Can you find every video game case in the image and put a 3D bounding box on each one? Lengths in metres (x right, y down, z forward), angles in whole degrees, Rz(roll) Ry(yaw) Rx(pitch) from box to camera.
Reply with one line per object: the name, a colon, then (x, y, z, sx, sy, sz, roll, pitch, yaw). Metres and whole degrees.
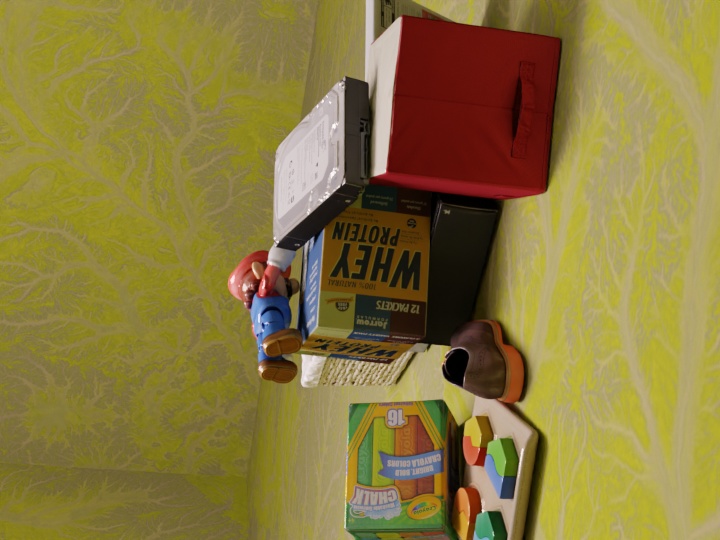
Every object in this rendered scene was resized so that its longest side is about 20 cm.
video game case: (0.083, -0.250, 1.378, 0.023, 0.181, 0.201, -29, 52, 47)

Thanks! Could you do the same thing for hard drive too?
hard drive: (-0.050, -0.123, 1.283, 0.200, 0.038, 0.141, -34, 50, 55)

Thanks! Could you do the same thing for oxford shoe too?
oxford shoe: (0.126, 0.096, 1.238, 0.200, 0.072, 0.072, -137, 52, -77)

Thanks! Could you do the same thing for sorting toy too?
sorting toy: (0.140, 0.239, 1.187, 0.200, 0.036, 0.187, -132, 48, -76)

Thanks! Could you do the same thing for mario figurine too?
mario figurine: (-0.102, 0.047, 1.405, 0.123, 0.106, 0.201, -41, 40, 20)

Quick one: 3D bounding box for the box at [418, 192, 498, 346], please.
box: (0.107, -0.024, 1.391, 0.141, 0.078, 0.201, -96, 15, -60)

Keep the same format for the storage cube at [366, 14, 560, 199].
storage cube: (0.103, -0.175, 1.214, 0.200, 0.178, 0.172, -170, 86, -78)

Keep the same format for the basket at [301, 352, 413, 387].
basket: (-0.004, 0.067, 1.715, 0.200, 0.160, 0.199, 115, 158, -59)

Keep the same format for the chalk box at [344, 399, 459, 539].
chalk box: (0.054, 0.271, 1.307, 0.124, 0.124, 0.201, 59, -152, -62)

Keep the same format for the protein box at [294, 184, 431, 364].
protein box: (0.000, 0.000, 1.380, 0.199, 0.134, 0.202, 129, 146, -72)

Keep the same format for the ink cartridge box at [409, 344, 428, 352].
ink cartridge box: (0.045, 0.014, 1.598, 0.067, 0.115, 0.201, 112, 161, -56)
